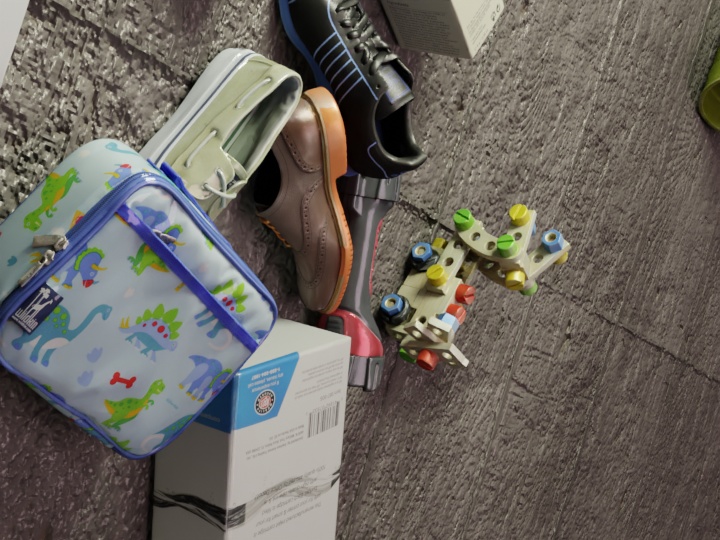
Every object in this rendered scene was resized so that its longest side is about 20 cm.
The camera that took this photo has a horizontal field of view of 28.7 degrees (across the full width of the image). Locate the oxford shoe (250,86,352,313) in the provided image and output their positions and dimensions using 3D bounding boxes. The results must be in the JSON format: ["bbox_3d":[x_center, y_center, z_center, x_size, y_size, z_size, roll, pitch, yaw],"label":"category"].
[{"bbox_3d":[-0.052,-0.048,1.118,0.073,0.071,0.201,-18,125,-21],"label":"oxford shoe"}]

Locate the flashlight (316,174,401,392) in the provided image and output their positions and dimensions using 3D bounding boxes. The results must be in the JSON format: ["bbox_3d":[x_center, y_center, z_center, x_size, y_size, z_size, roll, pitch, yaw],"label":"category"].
[{"bbox_3d":[0.000,0.000,1.204,0.068,0.068,0.201,9,91,-19],"label":"flashlight"}]

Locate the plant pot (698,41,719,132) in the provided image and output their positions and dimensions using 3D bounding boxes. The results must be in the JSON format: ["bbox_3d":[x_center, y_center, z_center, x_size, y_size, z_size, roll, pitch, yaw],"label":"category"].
[{"bbox_3d":[0.554,-0.291,1.838,0.200,0.200,0.194,45,53,-54],"label":"plant pot"}]

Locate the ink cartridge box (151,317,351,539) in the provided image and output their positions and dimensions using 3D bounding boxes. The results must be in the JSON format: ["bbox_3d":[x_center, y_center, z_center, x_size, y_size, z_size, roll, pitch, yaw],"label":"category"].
[{"bbox_3d":[-0.086,0.152,1.108,0.144,0.084,0.201,-14,113,-53],"label":"ink cartridge box"}]

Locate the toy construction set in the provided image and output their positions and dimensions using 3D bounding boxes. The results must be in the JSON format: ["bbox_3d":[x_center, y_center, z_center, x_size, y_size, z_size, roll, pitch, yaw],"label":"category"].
[{"bbox_3d":[0.093,0.023,1.287,0.200,0.131,0.092,-49,139,-35],"label":"toy construction set"}]

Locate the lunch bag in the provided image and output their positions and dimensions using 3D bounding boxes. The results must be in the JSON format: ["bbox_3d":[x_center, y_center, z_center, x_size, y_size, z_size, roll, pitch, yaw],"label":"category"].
[{"bbox_3d":[-0.153,0.021,0.920,0.161,0.082,0.200,-46,141,-9],"label":"lunch bag"}]

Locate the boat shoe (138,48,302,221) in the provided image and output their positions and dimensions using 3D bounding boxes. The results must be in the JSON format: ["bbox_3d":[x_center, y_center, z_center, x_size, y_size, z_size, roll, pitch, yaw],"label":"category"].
[{"bbox_3d":[-0.111,-0.075,1.001,0.201,0.062,0.072,-62,145,-17],"label":"boat shoe"}]

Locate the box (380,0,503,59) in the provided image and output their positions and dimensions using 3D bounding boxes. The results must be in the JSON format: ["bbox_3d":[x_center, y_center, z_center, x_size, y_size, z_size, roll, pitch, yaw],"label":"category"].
[{"bbox_3d":[0.048,-0.270,1.152,0.069,0.082,0.200,-57,145,-25],"label":"box"}]

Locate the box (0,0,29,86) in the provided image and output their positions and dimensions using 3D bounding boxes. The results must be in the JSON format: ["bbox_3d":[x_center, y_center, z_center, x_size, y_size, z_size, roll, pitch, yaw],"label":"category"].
[{"bbox_3d":[-0.254,-0.157,0.624,0.124,0.199,0.098,23,83,-58],"label":"box"}]

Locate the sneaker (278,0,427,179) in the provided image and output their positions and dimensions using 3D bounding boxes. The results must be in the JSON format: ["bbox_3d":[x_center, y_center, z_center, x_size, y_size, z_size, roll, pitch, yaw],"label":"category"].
[{"bbox_3d":[-0.001,-0.166,1.096,0.070,0.078,0.201,-39,120,-40],"label":"sneaker"}]
